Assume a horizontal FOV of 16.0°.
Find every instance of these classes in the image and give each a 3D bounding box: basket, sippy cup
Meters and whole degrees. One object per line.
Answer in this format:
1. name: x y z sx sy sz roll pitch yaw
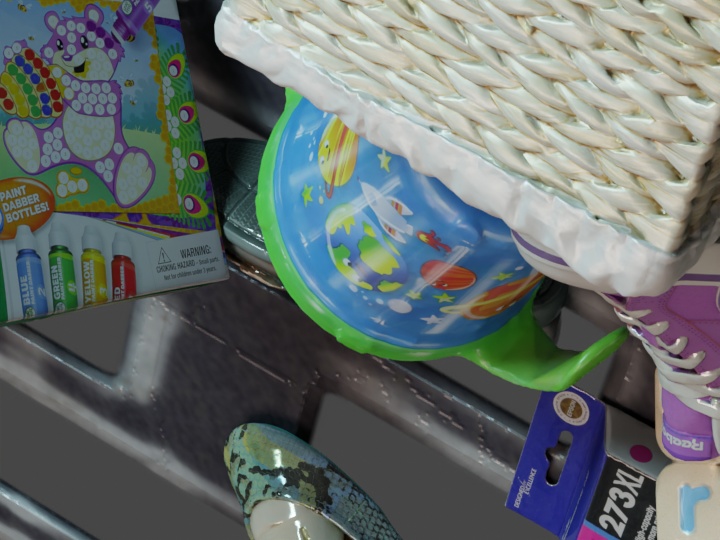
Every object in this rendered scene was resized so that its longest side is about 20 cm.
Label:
1. basket: 0.088 -0.134 0.932 0.199 0.198 0.162 32 132 14
2. sippy cup: 0.039 -0.041 1.051 0.177 0.141 0.130 22 160 -13

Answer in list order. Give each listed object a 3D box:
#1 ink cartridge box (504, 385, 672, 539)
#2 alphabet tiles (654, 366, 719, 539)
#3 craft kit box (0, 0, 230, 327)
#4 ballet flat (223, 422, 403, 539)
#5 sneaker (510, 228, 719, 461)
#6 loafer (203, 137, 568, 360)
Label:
1. ink cartridge box: 0.156 0.133 1.192 0.199 0.037 0.095 30 133 17
2. alphabet tiles: 0.215 0.086 1.078 0.199 0.015 0.197 2 97 35
3. craft kit box: -0.153 -0.077 1.102 0.048 0.199 0.199 -14 89 40
4. ballet flat: -0.003 0.161 1.301 0.200 0.074 0.074 41 135 4
5. sneaker: 0.128 0.025 1.002 0.073 0.199 0.115 43 118 48
6. loafer: 0.000 0.000 1.185 0.199 0.072 0.063 21 137 20
